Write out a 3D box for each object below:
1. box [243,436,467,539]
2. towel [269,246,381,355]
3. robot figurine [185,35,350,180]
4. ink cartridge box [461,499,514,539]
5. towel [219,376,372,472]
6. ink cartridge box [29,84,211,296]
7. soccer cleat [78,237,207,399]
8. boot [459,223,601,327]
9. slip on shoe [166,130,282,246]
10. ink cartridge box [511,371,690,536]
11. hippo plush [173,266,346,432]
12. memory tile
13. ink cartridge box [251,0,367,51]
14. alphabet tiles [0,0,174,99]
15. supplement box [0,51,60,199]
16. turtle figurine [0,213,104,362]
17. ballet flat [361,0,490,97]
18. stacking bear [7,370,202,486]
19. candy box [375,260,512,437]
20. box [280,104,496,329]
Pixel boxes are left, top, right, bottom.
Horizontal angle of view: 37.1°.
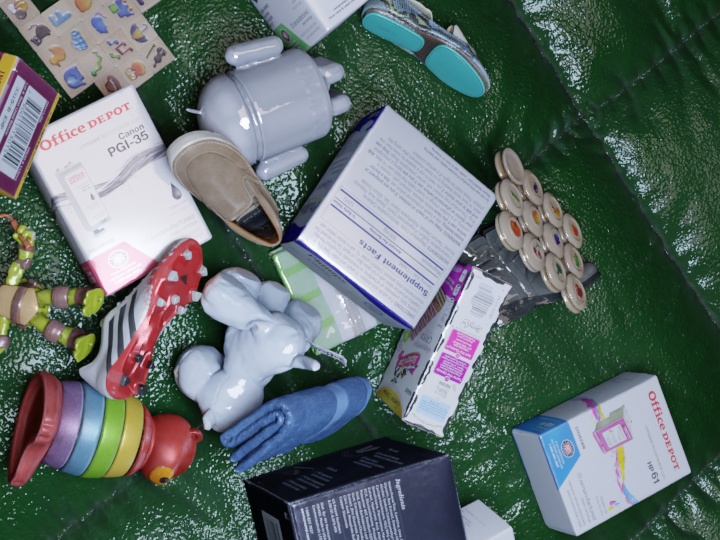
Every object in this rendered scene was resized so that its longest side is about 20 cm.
[{"bbox_3d":[-0.009,0.284,1.257,0.198,0.196,0.119,-14,92,-20],"label":"box"},{"bbox_3d":[0.000,0.000,1.366,0.199,0.031,0.150,-27,95,-19],"label":"towel"},{"bbox_3d":[-0.112,-0.196,1.292,0.199,0.113,0.171,-24,115,-19],"label":"robot figurine"},{"bbox_3d":[0.099,0.399,1.327,0.198,0.087,0.147,-22,114,-22],"label":"ink cartridge box"},{"bbox_3d":[-0.066,0.173,1.242,0.049,0.111,0.199,59,26,14],"label":"towel"},{"bbox_3d":[-0.285,-0.091,1.239,0.146,0.083,0.201,-30,99,-18],"label":"ink cartridge box"},{"bbox_3d":[-0.243,0.048,1.194,0.069,0.085,0.202,48,62,-54],"label":"soccer cleat"},{"bbox_3d":[0.221,-0.012,1.430,0.198,0.068,0.132,-20,88,-21],"label":"boot"},{"bbox_3d":[-0.150,-0.089,1.241,0.076,0.200,0.061,-33,56,3],"label":"slip on shoe"},{"bbox_3d":[0.325,0.241,1.439,0.198,0.085,0.146,-23,94,-21],"label":"ink cartridge box"},{"bbox_3d":[-0.127,0.110,1.268,0.199,0.159,0.162,38,104,20],"label":"hippo plush"},{"bbox_3d":[0.231,-0.051,1.359,0.200,0.017,0.154,39,42,-35],"label":"memory tile"},{"bbox_3d":[-0.092,-0.374,1.294,0.084,0.145,0.201,-40,100,-17],"label":"ink cartridge box"},{"bbox_3d":[-0.321,-0.307,1.282,0.167,0.008,0.201,-40,101,-18],"label":"alphabet tiles"},{"bbox_3d":[-0.444,-0.175,1.136,0.198,0.103,0.132,17,80,14],"label":"supplement box"},{"bbox_3d":[-0.374,0.049,1.199,0.160,0.064,0.202,15,83,11],"label":"turtle figurine"},{"bbox_3d":[0.095,-0.306,1.402,0.199,0.074,0.075,32,77,-19],"label":"ballet flat"},{"bbox_3d":[-0.280,0.189,1.215,0.198,0.122,0.114,18,36,-27],"label":"stacking bear"},{"bbox_3d":[0.098,0.088,1.321,0.061,0.136,0.202,23,91,-15],"label":"candy box"},{"bbox_3d":[0.032,-0.062,1.312,0.183,0.105,0.201,37,78,-15],"label":"box"}]
